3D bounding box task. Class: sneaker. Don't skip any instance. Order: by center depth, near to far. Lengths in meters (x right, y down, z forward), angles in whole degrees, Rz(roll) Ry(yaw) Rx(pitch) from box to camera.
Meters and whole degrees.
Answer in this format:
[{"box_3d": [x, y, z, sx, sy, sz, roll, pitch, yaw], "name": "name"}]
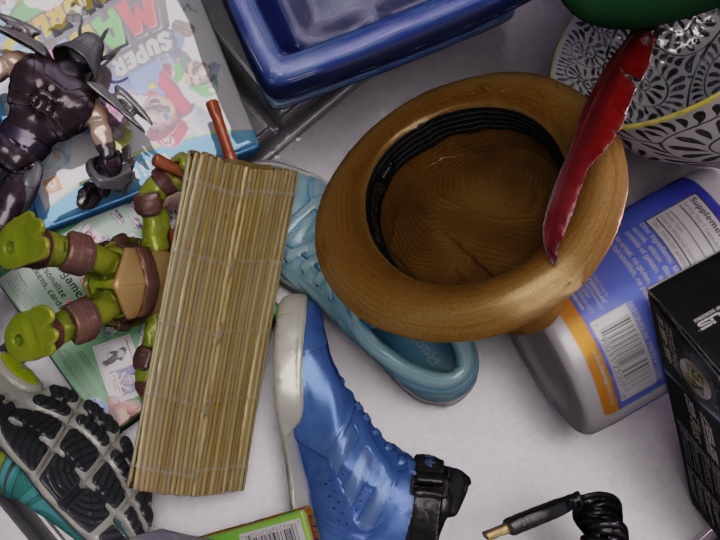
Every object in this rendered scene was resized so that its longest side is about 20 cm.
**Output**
[{"box_3d": [-0.208, 0.104, 1.221, 0.200, 0.080, 0.077, 38, 39, 8], "name": "sneaker"}, {"box_3d": [0.008, 0.110, 1.232, 0.111, 0.077, 0.201, -7, 87, 0], "name": "sneaker"}, {"box_3d": [0.000, 0.000, 1.246, 0.200, 0.082, 0.074, 40, 80, 2], "name": "sneaker"}]

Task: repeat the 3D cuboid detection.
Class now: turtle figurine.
[{"box_3d": [-0.137, -0.003, 1.191, 0.064, 0.161, 0.201, 10, 97, 39], "name": "turtle figurine"}]

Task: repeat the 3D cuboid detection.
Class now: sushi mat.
[{"box_3d": [-0.086, 0.033, 1.198, 0.012, 0.095, 0.201, 10, 90, 38], "name": "sushi mat"}]

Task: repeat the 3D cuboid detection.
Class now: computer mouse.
[{"box_3d": [0.075, 0.197, 1.189, 0.199, 0.141, 0.046, -18, 52, 0], "name": "computer mouse"}]

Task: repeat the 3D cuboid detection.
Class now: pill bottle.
[{"box_3d": [0.195, 0.006, 1.246, 0.199, 0.112, 0.112, -29, 85, -9], "name": "pill bottle"}]

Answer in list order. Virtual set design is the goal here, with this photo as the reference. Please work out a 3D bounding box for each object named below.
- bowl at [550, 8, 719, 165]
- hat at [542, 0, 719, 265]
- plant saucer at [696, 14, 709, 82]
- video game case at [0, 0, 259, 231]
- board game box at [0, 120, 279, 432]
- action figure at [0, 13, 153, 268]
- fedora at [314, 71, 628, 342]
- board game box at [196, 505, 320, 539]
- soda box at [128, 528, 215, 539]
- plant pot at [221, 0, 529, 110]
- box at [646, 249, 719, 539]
[{"box_3d": [0.222, -0.127, 1.226, 0.201, 0.201, 0.094, -46, 120, -9], "name": "bowl"}, {"box_3d": [0.122, -0.153, 1.132, 0.176, 0.200, 0.166, -39, 104, 20], "name": "hat"}, {"box_3d": [0.312, -0.148, 1.319, 0.199, 0.032, 0.201, 1, 81, -5], "name": "plant saucer"}, {"box_3d": [-0.164, -0.141, 1.256, 0.142, 0.018, 0.201, -21, 84, -8], "name": "video game case"}, {"box_3d": [-0.158, -0.015, 1.262, 0.134, 0.029, 0.200, -35, 86, -9], "name": "board game box"}, {"box_3d": [-0.207, -0.064, 1.203, 0.130, 0.069, 0.200, 32, 81, 10], "name": "action figure"}, {"box_3d": [0.071, -0.023, 1.183, 0.200, 0.082, 0.201, -14, 48, 16], "name": "fedora"}, {"box_3d": [-0.111, 0.211, 1.207, 0.199, 0.030, 0.096, -17, 88, 10], "name": "board game box"}, {"box_3d": [-0.035, 0.199, 1.145, 0.199, 0.063, 0.069, 10, 91, 12], "name": "soda box"}, {"box_3d": [-0.006, -0.214, 1.227, 0.199, 0.180, 0.201, -22, 85, -7], "name": "plant pot"}, {"box_3d": [0.270, 0.066, 1.198, 0.163, 0.201, 0.086, -26, 43, -8], "name": "box"}]
